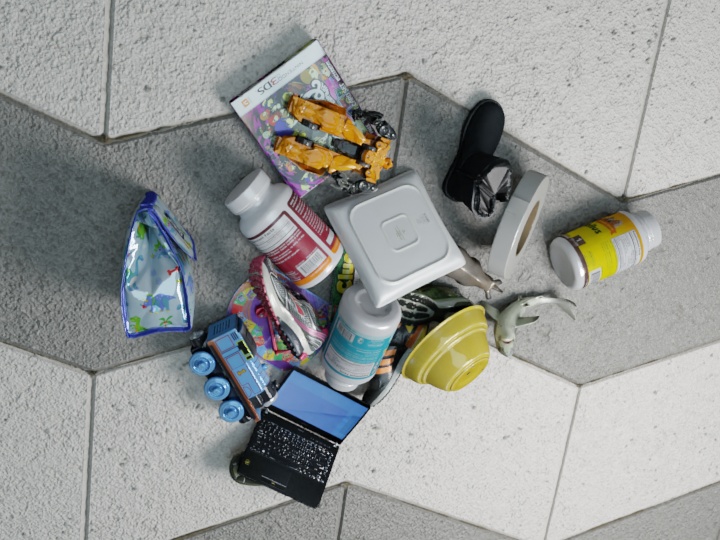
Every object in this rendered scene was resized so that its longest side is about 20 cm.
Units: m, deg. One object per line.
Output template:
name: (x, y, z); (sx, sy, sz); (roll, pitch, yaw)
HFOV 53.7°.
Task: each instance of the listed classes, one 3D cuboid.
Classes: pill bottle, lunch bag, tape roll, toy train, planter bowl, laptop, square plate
pill bottle: (0.480, -0.046, 1.389); (0.198, 0.109, 0.110); (-22, 111, -9)
lunch bag: (-0.327, -0.017, 1.139); (0.126, 0.170, 0.202); (-8, 106, -13)
pill bottle: (-0.130, -0.073, 1.209); (0.113, 0.113, 0.200); (-44, 112, 0)
pill bottle: (-0.007, 0.128, 1.277); (0.110, 0.111, 0.201); (8, 131, -17)
tape roll: (0.286, -0.083, 1.287); (0.037, 0.202, 0.205); (24, 100, 17)
toy train: (-0.223, 0.180, 1.264); (0.113, 0.087, 0.201); (-25, 111, 4)
planter bowl: (0.179, 0.164, 1.321); (0.199, 0.084, 0.201); (-30, 152, -18)
laptop: (-0.103, 0.313, 1.323); (0.176, 0.103, 0.202); (30, 63, -16)
square plate: (0.065, -0.063, 1.240); (0.197, 0.028, 0.201); (-25, 81, -21)

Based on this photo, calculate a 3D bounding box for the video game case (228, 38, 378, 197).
video game case: (-0.093, -0.254, 1.207); (0.181, 0.036, 0.201); (-36, 112, -2)

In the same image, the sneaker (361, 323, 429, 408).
sneaker: (0.046, 0.164, 1.361); (0.090, 0.070, 0.201); (35, 99, 1)

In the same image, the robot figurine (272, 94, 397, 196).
robot figurine: (-0.037, -0.211, 1.184); (0.198, 0.058, 0.146); (18, 102, -19)

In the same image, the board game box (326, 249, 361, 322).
board game box: (0.000, 0.000, 1.312); (0.104, 0.023, 0.202); (2, 105, -19)

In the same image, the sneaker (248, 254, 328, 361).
sneaker: (-0.128, 0.057, 1.229); (0.074, 0.080, 0.201); (-35, 116, -17)

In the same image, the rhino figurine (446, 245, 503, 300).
rhino figurine: (0.194, -0.003, 1.333); (0.199, 0.087, 0.060); (32, 96, -21)

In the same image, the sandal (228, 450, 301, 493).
sandal: (-0.158, 0.385, 1.366); (0.199, 0.057, 0.081); (18, 65, -21)

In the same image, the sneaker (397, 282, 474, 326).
sneaker: (0.120, 0.052, 1.333); (0.198, 0.089, 0.077); (12, 126, -28)

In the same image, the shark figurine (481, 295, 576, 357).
shark figurine: (0.324, 0.099, 1.421); (0.213, 0.128, 0.090); (-27, 138, -25)

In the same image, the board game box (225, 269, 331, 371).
board game box: (-0.145, 0.100, 1.293); (0.199, 0.039, 0.159); (33, 95, -21)

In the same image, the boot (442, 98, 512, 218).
boot: (0.224, -0.197, 1.242); (0.076, 0.168, 0.202); (21, 99, -20)
